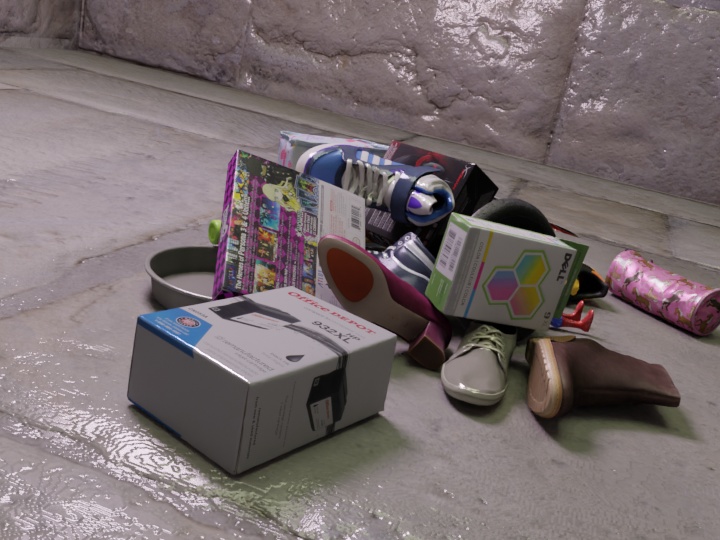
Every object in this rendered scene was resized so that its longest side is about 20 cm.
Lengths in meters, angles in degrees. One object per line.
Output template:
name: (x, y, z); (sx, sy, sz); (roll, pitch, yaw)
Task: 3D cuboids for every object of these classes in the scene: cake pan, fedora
cake pan: (-0.163, 0.018, 0.971); (0.198, 0.037, 0.200); (11, 17, -3)
fedora: (0.170, 0.001, 1.052); (0.199, 0.203, 0.091); (0, 0, -34)

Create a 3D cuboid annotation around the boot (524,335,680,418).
boot: (0.268, 0.120, 0.873); (0.164, 0.073, 0.200); (12, 13, 7)

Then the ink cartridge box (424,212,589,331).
ink cartridge box: (0.185, 0.008, 0.938); (0.198, 0.105, 0.059); (11, 16, -22)

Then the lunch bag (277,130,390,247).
lunch bag: (-0.037, -0.128, 1.300); (0.198, 0.172, 0.127); (3, 16, -18)

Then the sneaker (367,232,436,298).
sneaker: (0.008, -0.008, 1.031); (0.198, 0.070, 0.109); (24, 61, 18)

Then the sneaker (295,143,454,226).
sneaker: (0.031, -0.110, 1.045); (0.198, 0.082, 0.146); (8, 11, -36)

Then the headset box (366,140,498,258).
headset box: (0.082, -0.099, 1.189); (0.199, 0.150, 0.075); (26, -6, 46)

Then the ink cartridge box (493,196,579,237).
ink cartridge box: (0.234, -0.075, 1.262); (0.198, 0.051, 0.109); (21, 5, -26)

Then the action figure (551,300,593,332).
action figure: (0.226, 0.047, 1.131); (0.197, 0.052, 0.066); (7, 20, -8)

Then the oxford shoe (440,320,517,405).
oxford shoe: (0.137, 0.095, 0.895); (0.074, 0.058, 0.200); (18, 19, 14)

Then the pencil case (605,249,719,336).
pencil case: (0.492, 0.034, 1.292); (0.083, 0.087, 0.200); (38, 0, -35)

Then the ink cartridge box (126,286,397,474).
ink cartridge box: (-0.083, 0.087, 0.722); (0.144, 0.085, 0.199); (23, 20, 33)

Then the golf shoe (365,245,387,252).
golf shoe: (0.000, 0.000, 1.109); (0.198, 0.079, 0.094); (12, -1, -4)

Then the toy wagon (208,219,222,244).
toy wagon: (-0.126, -0.058, 1.082); (0.154, 0.040, 0.199); (-3, -7, -33)

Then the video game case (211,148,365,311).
video game case: (-0.076, -0.029, 0.933); (0.180, 0.036, 0.202); (19, 51, -26)

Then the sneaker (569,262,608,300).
sneaker: (0.299, 0.008, 1.257); (0.198, 0.071, 0.090); (7, 14, -24)

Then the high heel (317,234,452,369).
high heel: (0.028, 0.025, 0.922); (0.200, 0.067, 0.096); (49, 20, -12)
